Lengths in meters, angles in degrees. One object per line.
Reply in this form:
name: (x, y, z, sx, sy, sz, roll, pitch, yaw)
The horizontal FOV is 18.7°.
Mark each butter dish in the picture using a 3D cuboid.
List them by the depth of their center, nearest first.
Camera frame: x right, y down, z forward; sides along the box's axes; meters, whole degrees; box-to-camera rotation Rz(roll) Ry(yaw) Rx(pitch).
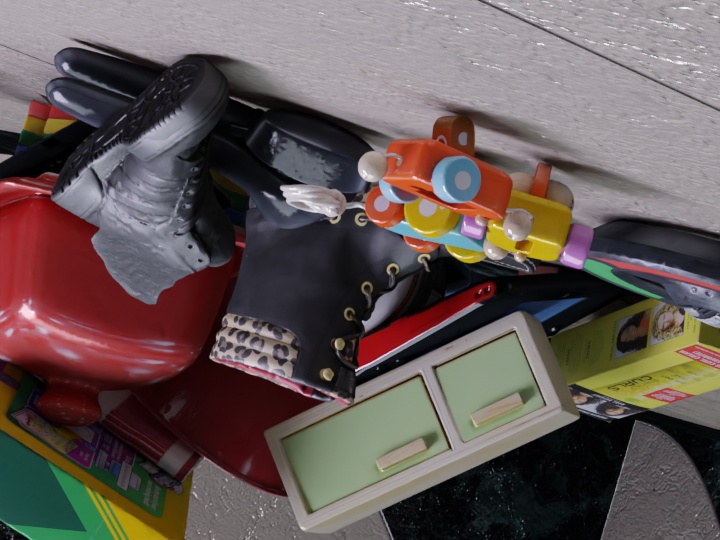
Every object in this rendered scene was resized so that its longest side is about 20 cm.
butter dish: (-0.184, 0.031, 1.466, 0.198, 0.149, 0.200, 14, 165, -24)

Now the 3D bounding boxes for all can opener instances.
can opener: (-0.088, -0.085, 1.281, 0.198, 0.079, 0.064, 21, -145, -5)

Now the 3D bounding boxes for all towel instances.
towel: (-0.193, 0.075, 1.588, 0.199, 0.023, 0.144, 36, -170, 1)

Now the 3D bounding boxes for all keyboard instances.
keyboard: (-0.172, -0.060, 1.477, 0.104, 0.040, 0.199, 21, 151, -37)

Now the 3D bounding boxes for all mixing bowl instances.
mixing bowl: (-0.088, 0.063, 1.639, 0.200, 0.109, 0.200, 37, -169, -9)

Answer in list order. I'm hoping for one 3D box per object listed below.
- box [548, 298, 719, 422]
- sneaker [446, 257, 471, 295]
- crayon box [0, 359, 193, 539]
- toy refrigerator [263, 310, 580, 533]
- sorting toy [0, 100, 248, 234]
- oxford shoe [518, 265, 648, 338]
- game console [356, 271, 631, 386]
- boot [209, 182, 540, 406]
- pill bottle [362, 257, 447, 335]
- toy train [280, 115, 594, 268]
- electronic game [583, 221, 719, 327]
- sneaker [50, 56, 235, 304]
box: (0.208, 0.059, 1.538, 0.075, 0.051, 0.200, 20, 157, -25)
sneaker: (0.011, -0.018, 1.720, 0.078, 0.067, 0.199, -2, 165, 41)
crayon box: (-0.201, 0.137, 1.493, 0.172, 0.058, 0.200, 35, -173, -7)
toy refrigerator: (0.041, 0.105, 1.487, 0.199, 0.076, 0.070, -25, 166, 11)
sorting toy: (-0.180, -0.074, 1.670, 0.199, 0.070, 0.198, 19, 176, -28)
oxford shoe: (0.182, 0.044, 1.672, 0.070, 0.075, 0.200, 19, 176, -26)
game console: (0.080, 0.044, 1.525, 0.176, 0.031, 0.199, -25, 168, 34)
boot: (0.008, 0.012, 1.387, 0.198, 0.152, 0.073, 17, 170, 6)
pill bottle: (0.000, 0.000, 1.563, 0.115, 0.117, 0.200, 16, 176, 14)
toy train: (0.043, -0.049, 1.159, 0.149, 0.056, 0.200, 20, 172, -23)
electronic game: (0.220, 0.014, 1.313, 0.198, 0.042, 0.200, 18, 177, 1)
sneaker: (-0.103, -0.046, 1.237, 0.104, 0.060, 0.199, 37, 144, -20)
